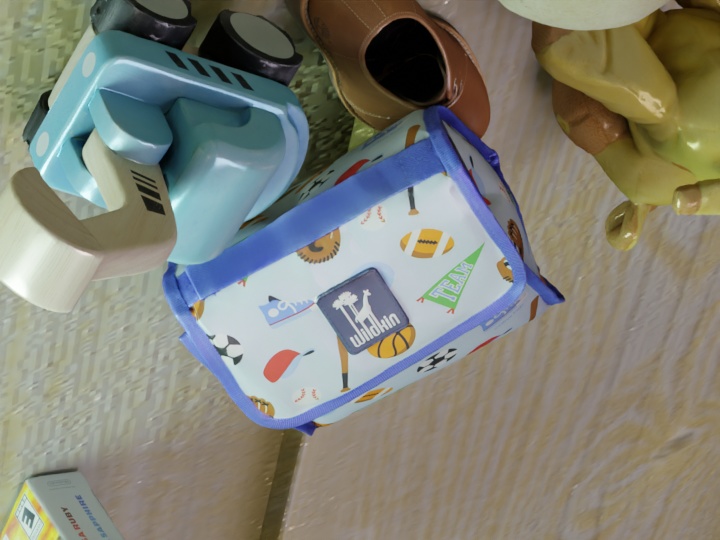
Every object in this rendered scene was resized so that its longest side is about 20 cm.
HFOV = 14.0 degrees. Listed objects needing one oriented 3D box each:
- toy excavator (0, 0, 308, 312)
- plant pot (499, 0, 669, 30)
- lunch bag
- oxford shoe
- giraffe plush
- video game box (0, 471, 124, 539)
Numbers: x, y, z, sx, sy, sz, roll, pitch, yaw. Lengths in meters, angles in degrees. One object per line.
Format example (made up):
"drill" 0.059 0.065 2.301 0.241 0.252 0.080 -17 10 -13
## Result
"toy excavator" -0.098 -0.046 1.351 0.194 0.200 0.100 16 120 -34
"plant pot" 0.111 -0.215 1.389 0.200 0.201 0.184 -30 158 -16
"lunch bag" 0.000 0.000 1.509 0.170 0.124 0.200 -29 164 7
"oxford shoe" 0.026 -0.100 1.532 0.071 0.071 0.200 -45 150 4
"giraffe plush" 0.171 -0.101 1.624 0.172 0.200 0.162 -32 176 -19
"video game box" -0.165 0.248 1.650 0.047 0.182 0.200 -6 134 -42
